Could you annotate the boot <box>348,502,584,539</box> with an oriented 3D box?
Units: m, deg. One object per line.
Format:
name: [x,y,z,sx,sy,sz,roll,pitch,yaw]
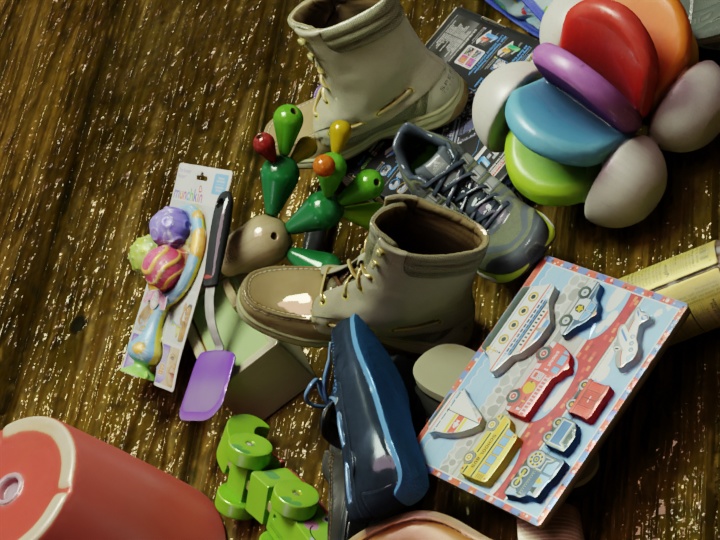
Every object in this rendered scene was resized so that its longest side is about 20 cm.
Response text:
boot: [0.074,0.256,1.383,0.200,0.077,0.155,-7,54,11]

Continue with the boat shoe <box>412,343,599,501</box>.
boat shoe: [0.116,0.125,1.477,0.074,0.063,0.201,-32,37,-21]

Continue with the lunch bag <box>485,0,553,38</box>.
lunch bag: [0.182,-0.311,1.755,0.170,0.127,0.200,-42,54,-2]

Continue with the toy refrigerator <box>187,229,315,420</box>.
toy refrigerator: [-0.117,0.041,1.723,0.076,0.070,0.200,-37,41,7]

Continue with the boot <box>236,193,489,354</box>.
boot: [0.000,0.000,1.542,0.200,0.155,0.072,7,57,1]

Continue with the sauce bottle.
sauce bottle: [0.212,0.034,1.474,0.200,0.065,0.065,-21,45,22]

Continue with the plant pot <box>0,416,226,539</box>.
plant pot: [-0.239,0.224,1.583,0.200,0.177,0.201,-22,44,23]

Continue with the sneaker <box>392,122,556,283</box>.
sneaker: [0.084,-0.057,1.568,0.074,0.081,0.200,-48,40,-2]

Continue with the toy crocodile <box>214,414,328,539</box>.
toy crocodile: [-0.067,0.188,1.571,0.200,0.062,0.068,42,127,48]

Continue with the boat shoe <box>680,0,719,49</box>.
boat shoe: [0.320,-0.218,1.614,0.202,0.065,0.075,6,79,48]

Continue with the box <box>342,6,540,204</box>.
box: [0.096,-0.126,1.712,0.200,0.050,0.198,-51,44,-8]

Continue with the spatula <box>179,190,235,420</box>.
spatula: [-0.126,0.030,1.645,0.056,0.021,0.200,-2,81,48]

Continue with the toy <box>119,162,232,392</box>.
toy: [-0.179,0.000,1.712,0.115,0.047,0.200,13,90,59]

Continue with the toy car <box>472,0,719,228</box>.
toy car: [0.191,-0.147,1.549,0.175,0.150,0.200,39,83,22]

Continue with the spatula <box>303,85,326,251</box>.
spatula: [-0.036,-0.086,1.783,0.021,0.057,0.200,-18,50,31]

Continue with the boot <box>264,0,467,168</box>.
boot: [-0.026,-0.172,1.681,0.200,0.155,0.072,-15,48,26]

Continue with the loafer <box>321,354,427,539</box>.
loafer: [0.002,0.162,1.534,0.072,0.073,0.200,-22,35,35]

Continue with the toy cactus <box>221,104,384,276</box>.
toy cactus: [-0.051,-0.036,1.661,0.165,0.200,0.102,-26,11,16]

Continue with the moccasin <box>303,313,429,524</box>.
moccasin: [-0.005,0.109,1.464,0.068,0.080,0.200,-35,31,15]

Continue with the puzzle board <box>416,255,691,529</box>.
puzzle board: [0.135,0.084,1.429,0.151,0.017,0.200,22,70,46]
